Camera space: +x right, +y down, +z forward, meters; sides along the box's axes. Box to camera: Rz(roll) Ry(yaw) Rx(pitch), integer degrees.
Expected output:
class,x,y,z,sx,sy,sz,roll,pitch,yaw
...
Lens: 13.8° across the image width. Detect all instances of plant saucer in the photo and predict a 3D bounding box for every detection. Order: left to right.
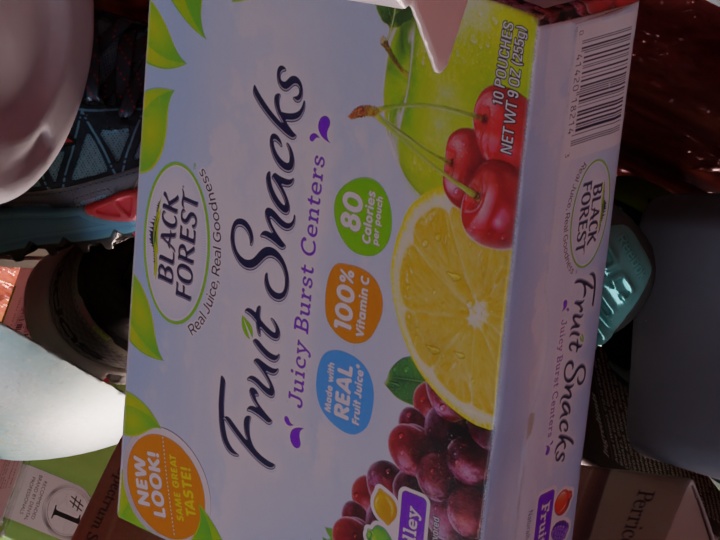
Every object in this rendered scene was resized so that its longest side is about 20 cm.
class,x,y,z,sx,sy,sz,roll,pitch,yaw
plant saucer,-0.168,0.027,1.064,0.201,0.039,0.201,26,172,4

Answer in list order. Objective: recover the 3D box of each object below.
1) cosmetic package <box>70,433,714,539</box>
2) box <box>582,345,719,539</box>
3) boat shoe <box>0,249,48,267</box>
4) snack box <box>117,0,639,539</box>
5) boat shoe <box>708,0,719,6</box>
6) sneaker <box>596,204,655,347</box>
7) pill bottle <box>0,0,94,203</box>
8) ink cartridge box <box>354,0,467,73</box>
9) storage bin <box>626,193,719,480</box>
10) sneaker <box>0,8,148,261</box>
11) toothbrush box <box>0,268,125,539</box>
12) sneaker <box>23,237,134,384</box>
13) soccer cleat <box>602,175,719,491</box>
class,x,y,z,sx,sy,sz,roll,pitch,yaw
cosmetic package,0.008,0.117,0.948,0.199,0.104,0.087,4,141,24
box,0.072,0.079,1.088,0.100,0.075,0.200,-25,149,25
boat shoe,-0.166,-0.036,1.153,0.201,0.072,0.060,6,155,16
snack box,0.000,0.000,0.861,0.142,0.201,0.053,22,-153,37
boat shoe,0.174,-0.066,0.791,0.199,0.070,0.071,8,160,22
sneaker,0.045,-0.028,0.944,0.078,0.091,0.200,61,162,-22
pill bottle,-0.199,-0.086,0.978,0.199,0.111,0.111,8,160,24
ink cartridge box,-0.017,-0.139,0.669,0.067,0.117,0.200,10,160,19
storage bin,0.181,0.013,0.905,0.200,0.146,0.134,0,-174,-39
sneaker,-0.109,-0.058,1.028,0.199,0.079,0.096,-14,116,24
toothbrush box,-0.065,0.082,1.285,0.200,0.146,0.086,25,163,-26
sneaker,-0.019,0.007,1.078,0.199,0.074,0.087,-1,171,-14
soccer cleat,0.129,0.048,1.010,0.200,0.068,0.081,51,-157,23
